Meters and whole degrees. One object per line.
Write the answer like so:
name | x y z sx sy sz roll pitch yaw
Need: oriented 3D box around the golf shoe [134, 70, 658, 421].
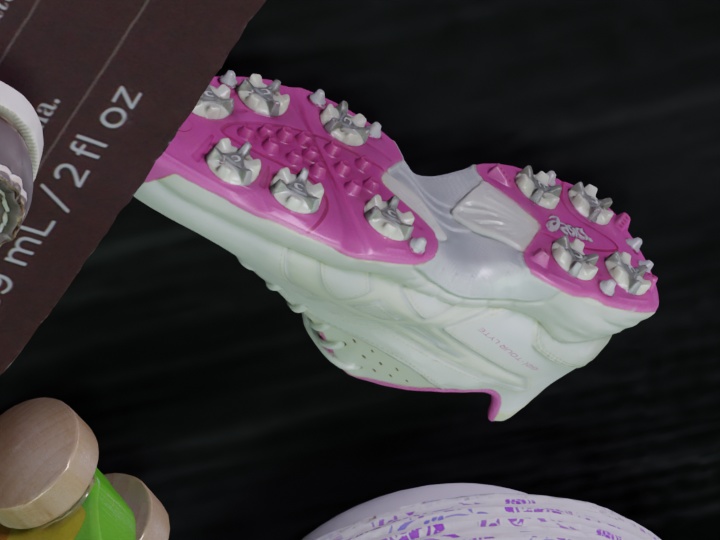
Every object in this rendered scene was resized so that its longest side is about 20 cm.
golf shoe | 0.000 0.000 0.905 0.200 0.075 0.092 19 128 -27

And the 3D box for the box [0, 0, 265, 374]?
box | -0.150 -0.103 0.707 0.200 0.164 0.166 19 125 -28

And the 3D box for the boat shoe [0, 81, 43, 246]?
boat shoe | -0.171 -0.003 0.639 0.200 0.060 0.072 -7 134 -7

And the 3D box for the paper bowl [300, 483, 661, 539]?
paper bowl | 0.034 0.159 1.034 0.201 0.104 0.201 -7 132 -8

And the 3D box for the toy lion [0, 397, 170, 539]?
toy lion | -0.134 0.151 0.929 0.192 0.200 0.069 -41 133 -2
